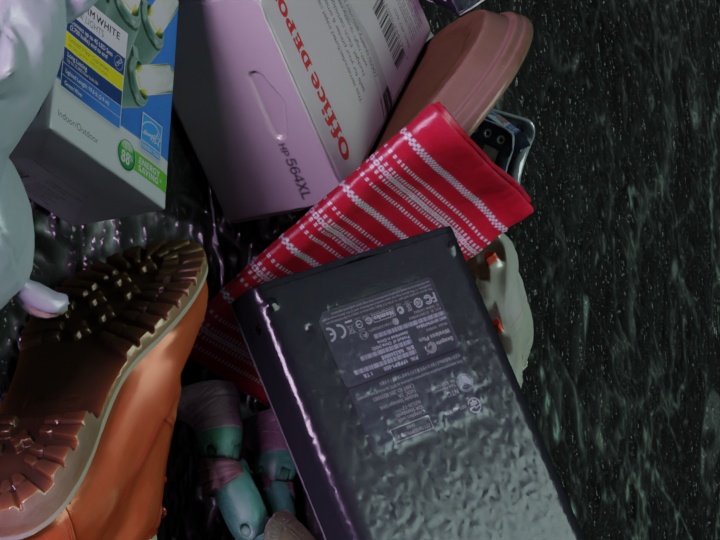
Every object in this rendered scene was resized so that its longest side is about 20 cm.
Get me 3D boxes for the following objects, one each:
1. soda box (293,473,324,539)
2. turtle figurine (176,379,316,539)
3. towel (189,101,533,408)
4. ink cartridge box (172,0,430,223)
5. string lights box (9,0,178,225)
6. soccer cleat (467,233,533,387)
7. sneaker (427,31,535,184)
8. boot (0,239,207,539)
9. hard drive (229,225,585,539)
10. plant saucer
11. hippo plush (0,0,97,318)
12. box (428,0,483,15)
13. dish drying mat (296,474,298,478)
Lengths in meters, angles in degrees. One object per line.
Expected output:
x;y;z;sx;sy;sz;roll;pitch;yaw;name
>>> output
-0.004;0.193;1.052;0.063;0.071;0.202;2;97;-26;soda box
-0.058;0.164;0.984;0.150;0.100;0.202;59;22;-62;turtle figurine
0.000;0.000;1.068;0.023;0.200;0.145;51;6;31;towel
-0.041;-0.146;1.116;0.147;0.084;0.200;65;29;-27;ink cartridge box
-0.138;-0.136;0.924;0.103;0.058;0.202;38;50;-57;string lights box
0.081;0.055;1.200;0.201;0.069;0.078;-80;149;-46;soccer cleat
0.058;-0.127;1.315;0.070;0.108;0.202;-37;117;-64;sneaker
-0.120;0.074;0.903;0.201;0.074;0.108;-62;143;-41;boot
0.030;0.088;1.001;0.139;0.033;0.201;-17;79;-34;hard drive
0.026;-0.088;1.156;0.029;0.200;0.201;42;37;-13;plant saucer
-0.188;-0.051;0.734;0.200;0.158;0.162;-48;159;-42;hippo plush
0.004;-0.271;1.185;0.046;0.159;0.201;-37;127;-16;box
0.003;0.167;1.133;0.077;0.018;0.201;-60;139;-51;dish drying mat
